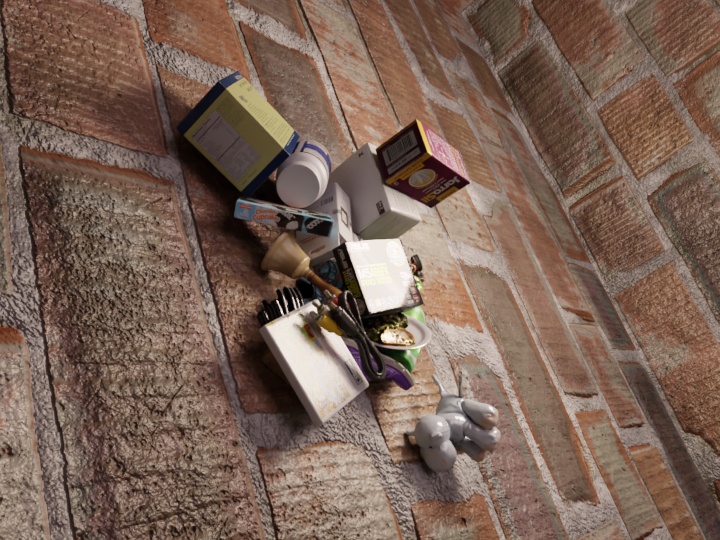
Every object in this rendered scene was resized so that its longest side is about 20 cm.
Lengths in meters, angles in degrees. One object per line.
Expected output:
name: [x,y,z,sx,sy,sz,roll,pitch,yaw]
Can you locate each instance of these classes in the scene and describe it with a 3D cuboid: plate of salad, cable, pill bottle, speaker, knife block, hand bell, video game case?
plate of salad: [0.060,0.117,1.474,0.197,0.049,0.200,8,20,-3]
cable: [-0.015,0.122,1.306,0.201,0.050,0.097,53,42,-18]
pill bottle: [-0.126,-0.213,1.487,0.116,0.115,0.200,45,18,-15]
speaker: [0.099,0.158,1.566,0.088,0.088,0.201,44,33,-16]
cable: [0.127,0.003,1.714,0.200,0.050,0.098,-129,-150,-81]
knife block: [-0.117,0.134,1.317,0.200,0.064,0.176,44,34,-17]
hand bell: [-0.094,0.016,1.364,0.199,0.105,0.104,37,30,9]
video game case: [-0.082,0.165,1.254,0.201,0.023,0.182,59,31,4]

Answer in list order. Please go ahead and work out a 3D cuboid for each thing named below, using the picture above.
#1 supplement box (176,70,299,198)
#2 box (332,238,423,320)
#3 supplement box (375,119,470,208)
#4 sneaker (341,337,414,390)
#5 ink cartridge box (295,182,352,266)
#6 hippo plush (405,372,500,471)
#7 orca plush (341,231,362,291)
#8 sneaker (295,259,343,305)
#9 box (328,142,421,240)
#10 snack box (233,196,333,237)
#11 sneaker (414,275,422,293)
supplement box: [-0.252,-0.294,1.429,0.200,0.134,0.200,45,16,-15]
box: [0.041,0.015,1.450,0.199,0.044,0.162,-5,73,-50]
supplement box: [0.150,-0.248,1.598,0.199,0.130,0.104,20,46,-48]
sneaker: [0.022,0.207,1.423,0.198,0.084,0.081,29,-4,-14]
ink cartridge box: [-0.083,-0.089,1.517,0.067,0.115,0.202,48,28,-44]
hippo plush: [0.200,0.344,1.453,0.160,0.158,0.203,-21,96,-46]
orca plush: [0.000,0.000,1.505,0.070,0.106,0.201,19,33,-19]
sneaker: [-0.090,0.033,1.437,0.095,0.079,0.201,38,34,-20]
box: [0.014,-0.164,1.646,0.130,0.199,0.201,15,49,-48]
snack box: [-0.157,-0.112,1.388,0.197,0.038,0.116,11,9,-8]
sneaker: [0.047,0.054,1.576,0.197,0.084,0.078,4,57,-15]
